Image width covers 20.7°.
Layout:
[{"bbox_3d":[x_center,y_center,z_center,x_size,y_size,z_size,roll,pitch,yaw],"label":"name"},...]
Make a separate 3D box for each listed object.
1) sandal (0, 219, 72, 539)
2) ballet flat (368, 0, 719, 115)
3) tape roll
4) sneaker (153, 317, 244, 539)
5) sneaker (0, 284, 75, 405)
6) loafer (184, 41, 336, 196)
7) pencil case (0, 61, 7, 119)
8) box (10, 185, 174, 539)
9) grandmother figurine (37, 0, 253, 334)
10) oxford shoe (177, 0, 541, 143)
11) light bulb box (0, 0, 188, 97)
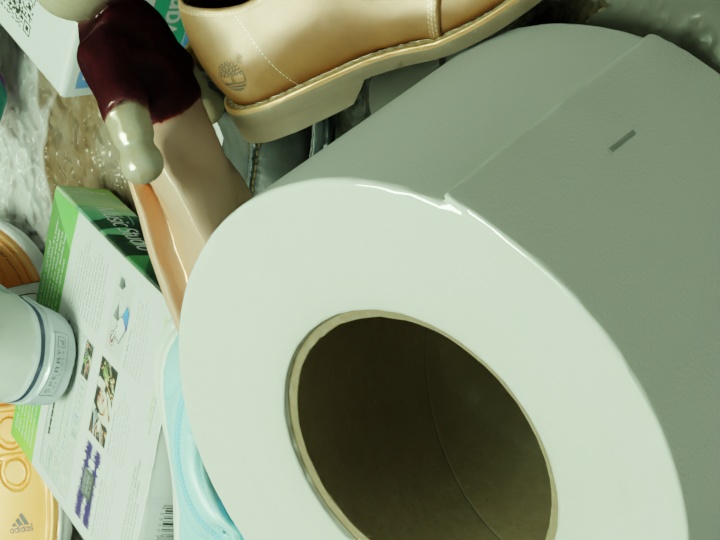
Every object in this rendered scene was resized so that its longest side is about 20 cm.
[{"bbox_3d":[-0.206,0.070,1.104,0.079,0.059,0.208,-13,85,22],"label":"sandal"},{"bbox_3d":[0.083,-0.080,0.744,0.199,0.046,0.068,-13,71,47],"label":"ballet flat"},{"bbox_3d":[0.056,0.032,0.685,0.202,0.139,0.204,20,126,29],"label":"tape roll"},{"bbox_3d":[-0.048,0.117,0.870,0.082,0.073,0.201,-130,23,-70],"label":"sneaker"},{"bbox_3d":[-0.228,0.023,1.035,0.199,0.070,0.074,9,84,49],"label":"sneaker"},{"bbox_3d":[-0.045,-0.089,0.860,0.073,0.072,0.201,-116,37,-51],"label":"loafer"},{"bbox_3d":[-0.226,-0.172,1.058,0.085,0.092,0.201,35,126,37],"label":"pencil case"},{"bbox_3d":[-0.121,0.055,0.985,0.200,0.036,0.145,37,118,57],"label":"box"},{"bbox_3d":[-0.082,-0.061,0.776,0.121,0.060,0.201,-104,-11,-77],"label":"grandmother figurine"},{"bbox_3d":[0.020,-0.120,0.723,0.199,0.072,0.071,-27,116,18],"label":"oxford shoe"},{"bbox_3d":[-0.111,-0.218,0.874,0.200,0.124,0.199,48,133,31],"label":"light bulb box"}]
